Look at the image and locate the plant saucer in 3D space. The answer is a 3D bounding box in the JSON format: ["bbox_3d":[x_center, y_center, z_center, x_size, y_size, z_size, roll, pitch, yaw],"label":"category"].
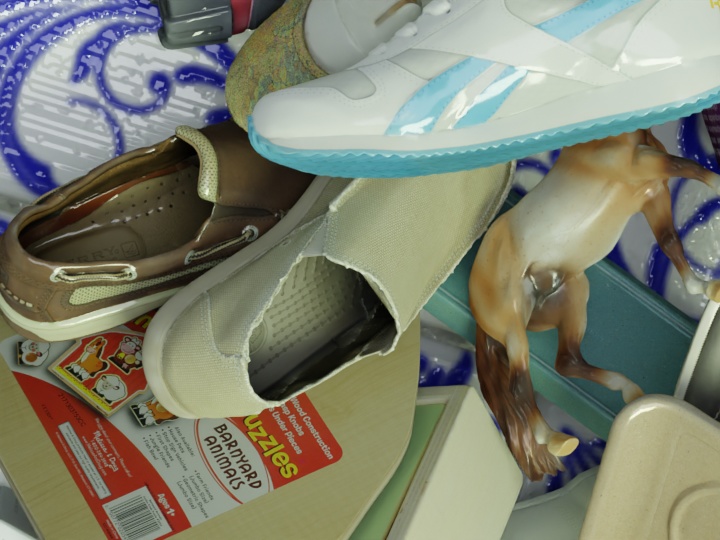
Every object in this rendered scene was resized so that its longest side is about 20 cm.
[{"bbox_3d":[0.097,0.023,1.192,0.200,0.019,0.070,36,79,9],"label":"plant saucer"}]

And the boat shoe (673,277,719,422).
[{"bbox_3d":[0.186,-0.003,1.115,0.057,0.067,0.200,26,113,12],"label":"boat shoe"}]

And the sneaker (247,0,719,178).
[{"bbox_3d":[0.050,-0.086,1.076,0.199,0.077,0.081,-13,86,0],"label":"sneaker"}]

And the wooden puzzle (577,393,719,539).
[{"bbox_3d":[0.183,0.160,1.123,0.200,0.046,0.186,29,131,21],"label":"wooden puzzle"}]

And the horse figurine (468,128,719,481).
[{"bbox_3d":[0.098,-0.006,1.135,0.050,0.133,0.200,12,121,-39],"label":"horse figurine"}]

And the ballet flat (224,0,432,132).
[{"bbox_3d":[0.034,-0.116,1.126,0.199,0.071,0.071,-21,98,-9],"label":"ballet flat"}]

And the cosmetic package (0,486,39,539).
[{"bbox_3d":[-0.104,0.196,1.189,0.200,0.081,0.113,33,92,-10],"label":"cosmetic package"}]

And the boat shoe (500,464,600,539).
[{"bbox_3d":[0.078,0.141,1.207,0.199,0.073,0.062,-20,121,-7],"label":"boat shoe"}]

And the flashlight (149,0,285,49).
[{"bbox_3d":[0.004,-0.146,1.176,0.199,0.068,0.068,-10,55,-9],"label":"flashlight"}]

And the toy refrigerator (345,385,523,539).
[{"bbox_3d":[-0.005,0.141,1.131,0.076,0.200,0.070,-4,132,32],"label":"toy refrigerator"}]

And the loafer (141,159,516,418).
[{"bbox_3d":[0.000,0.000,1.130,0.200,0.068,0.076,-42,124,-19],"label":"loafer"}]

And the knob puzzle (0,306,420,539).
[{"bbox_3d":[-0.063,0.055,1.158,0.219,0.030,0.220,1,52,-1],"label":"knob puzzle"}]

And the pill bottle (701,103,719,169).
[{"bbox_3d":[0.201,-0.097,1.177,0.112,0.112,0.201,-20,98,-4],"label":"pill bottle"}]

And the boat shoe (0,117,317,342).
[{"bbox_3d":[-0.063,-0.031,1.150,0.202,0.075,0.075,-27,68,-17],"label":"boat shoe"}]
